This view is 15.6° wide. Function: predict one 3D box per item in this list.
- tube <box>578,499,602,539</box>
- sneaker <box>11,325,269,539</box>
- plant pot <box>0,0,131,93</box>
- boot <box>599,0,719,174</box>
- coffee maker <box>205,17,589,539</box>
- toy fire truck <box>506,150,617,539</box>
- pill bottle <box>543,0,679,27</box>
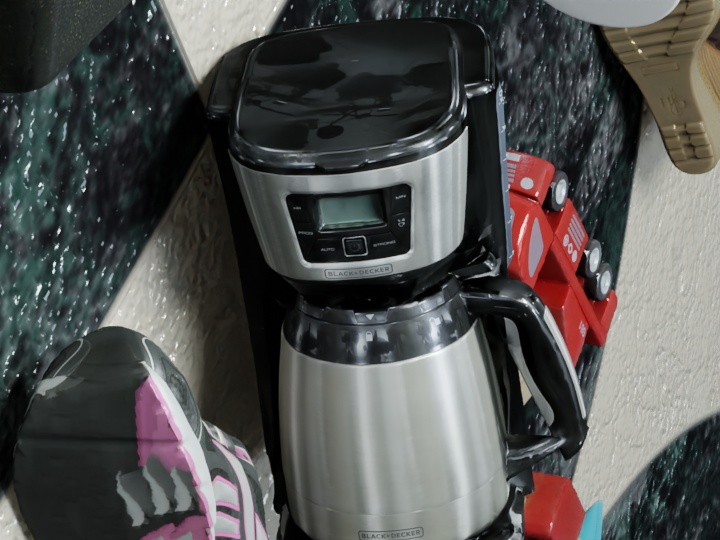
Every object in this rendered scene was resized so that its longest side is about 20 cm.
[{"bbox_3d":[0.098,0.195,1.446,0.200,0.050,0.078,-33,135,-63],"label":"tube"},{"bbox_3d":[-0.079,0.086,1.032,0.201,0.080,0.087,82,18,-46],"label":"sneaker"},{"bbox_3d":[-0.120,-0.171,0.738,0.200,0.199,0.178,-52,155,-45],"label":"plant pot"},{"bbox_3d":[0.186,-0.174,1.498,0.167,0.072,0.201,-72,154,-44],"label":"boot"},{"bbox_3d":[0.000,0.000,1.101,0.134,0.192,0.201,-14,116,-16],"label":"coffee maker"},{"bbox_3d":[0.082,0.045,1.353,0.142,0.048,0.200,-68,151,-23],"label":"toy fire truck"},{"bbox_3d":[0.149,-0.229,1.328,0.201,0.114,0.115,-64,149,-30],"label":"pill bottle"}]
